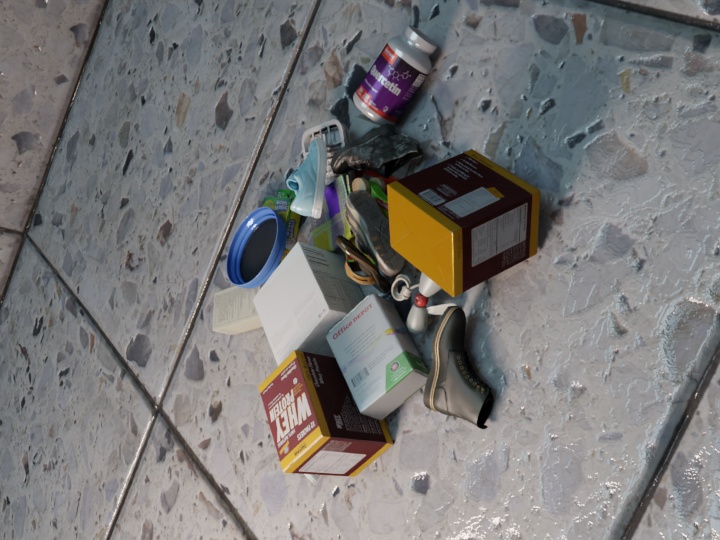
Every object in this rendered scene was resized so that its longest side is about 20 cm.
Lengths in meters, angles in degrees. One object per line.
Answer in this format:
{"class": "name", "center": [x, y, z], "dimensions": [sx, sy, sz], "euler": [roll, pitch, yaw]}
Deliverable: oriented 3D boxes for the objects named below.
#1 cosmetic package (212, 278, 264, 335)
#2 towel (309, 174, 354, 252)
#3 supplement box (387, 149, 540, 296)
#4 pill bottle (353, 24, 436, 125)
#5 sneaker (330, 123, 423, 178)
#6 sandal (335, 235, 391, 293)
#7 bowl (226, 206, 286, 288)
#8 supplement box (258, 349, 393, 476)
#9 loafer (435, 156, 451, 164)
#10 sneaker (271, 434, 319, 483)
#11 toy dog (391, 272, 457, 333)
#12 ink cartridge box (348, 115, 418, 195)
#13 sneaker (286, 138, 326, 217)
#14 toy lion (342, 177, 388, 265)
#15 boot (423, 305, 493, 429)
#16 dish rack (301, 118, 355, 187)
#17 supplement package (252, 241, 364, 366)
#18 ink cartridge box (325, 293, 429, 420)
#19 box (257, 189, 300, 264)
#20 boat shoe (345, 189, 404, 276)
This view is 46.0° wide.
{"class": "cosmetic package", "center": [-0.281, 0.089, 2.097], "dimensions": [0.198, 0.072, 0.106], "euler": [-16, 67, 43]}
{"class": "towel", "center": [-0.065, -0.118, 1.880], "dimensions": [0.199, 0.022, 0.147], "euler": [-24, 72, 61]}
{"class": "supplement box", "center": [0.183, -0.092, 1.520], "dimensions": [0.197, 0.197, 0.135], "euler": [41, 146, 44]}
{"class": "pill bottle", "center": [0.077, -0.419, 1.827], "dimensions": [0.201, 0.111, 0.113], "euler": [-54, 46, 22]}
{"class": "sneaker", "center": [0.030, -0.234, 1.791], "dimensions": [0.198, 0.060, 0.106], "euler": [-31, 61, 17]}
{"class": "sandal", "center": [0.000, 0.000, 1.726], "dimensions": [0.055, 0.200, 0.082], "euler": [-45, 55, -4]}
{"class": "bowl", "center": [-0.248, -0.052, 2.040], "dimensions": [0.199, 0.039, 0.204], "euler": [-27, 51, 38]}
{"class": "supplement box", "center": [-0.072, 0.292, 1.720], "dimensions": [0.133, 0.198, 0.200], "euler": [-44, 51, 28]}
{"class": "loafer", "center": [0.148, -0.132, 1.705], "dimensions": [0.069, 0.069, 0.203], "euler": [5, 66, 59]}
{"class": "sneaker", "center": [-0.123, 0.387, 1.861], "dimensions": [0.082, 0.074, 0.199], "euler": [-44, 37, -11]}
{"class": "toy dog", "center": [0.154, 0.024, 1.654], "dimensions": [0.201, 0.095, 0.134], "euler": [-56, 46, 41]}
{"class": "ink cartridge box", "center": [0.024, -0.234, 1.884], "dimensions": [0.199, 0.043, 0.177], "euler": [30, 100, 47]}
{"class": "sneaker", "center": [-0.118, -0.210, 1.846], "dimensions": [0.074, 0.080, 0.203], "euler": [112, 162, -54]}
{"class": "toy lion", "center": [0.032, -0.087, 1.809], "dimensions": [0.199, 0.068, 0.195], "euler": [33, 118, 40]}
{"class": "boot", "center": [0.199, 0.178, 1.563], "dimensions": [0.137, 0.076, 0.205], "euler": [18, 105, 44]}
{"class": "dish rack", "center": [-0.065, -0.232, 1.937], "dimensions": [0.170, 0.043, 0.205], "euler": [-8, 90, 54]}
{"class": "supplement package", "center": [-0.104, 0.087, 1.851], "dimensions": [0.192, 0.145, 0.202], "euler": [-48, 48, 25]}
{"class": "ink cartridge box", "center": [0.034, 0.172, 1.706], "dimensions": [0.145, 0.087, 0.202], "euler": [-41, 53, 16]}
{"class": "box", "center": [-0.203, -0.103, 2.089], "dimensions": [0.116, 0.048, 0.205], "euler": [6, 82, 48]}
{"class": "boat shoe", "center": [0.028, -0.070, 1.734], "dimensions": [0.202, 0.073, 0.074], "euler": [64, 152, 24]}
